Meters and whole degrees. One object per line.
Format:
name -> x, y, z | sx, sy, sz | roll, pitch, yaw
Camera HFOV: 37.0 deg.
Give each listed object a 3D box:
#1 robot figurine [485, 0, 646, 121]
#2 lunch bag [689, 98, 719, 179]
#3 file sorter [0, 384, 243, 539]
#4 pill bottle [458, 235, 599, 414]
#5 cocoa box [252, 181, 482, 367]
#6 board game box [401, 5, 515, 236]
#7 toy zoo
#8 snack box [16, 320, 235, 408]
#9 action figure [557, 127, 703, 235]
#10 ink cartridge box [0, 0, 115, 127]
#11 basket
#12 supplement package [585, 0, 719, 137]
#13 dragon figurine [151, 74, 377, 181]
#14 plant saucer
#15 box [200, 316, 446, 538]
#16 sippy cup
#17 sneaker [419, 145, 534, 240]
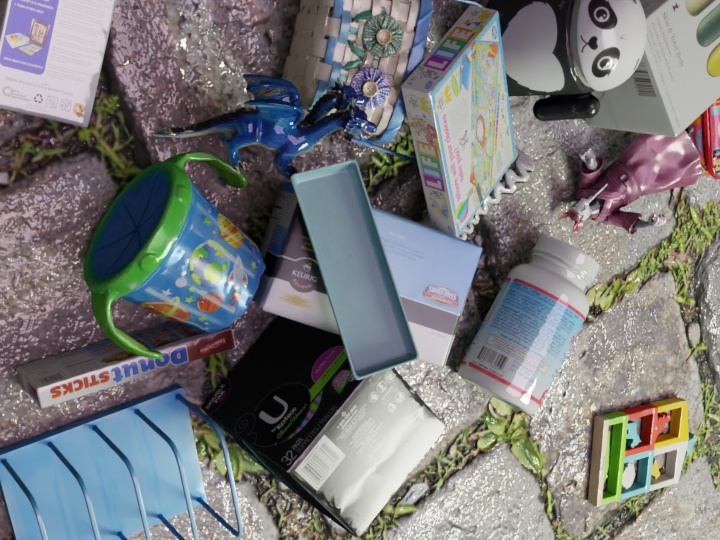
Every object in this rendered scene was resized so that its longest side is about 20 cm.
robot figurine -> 0.208, -0.252, 1.169 | 0.150, 0.199, 0.125 | 42, 59, -50
lunch bag -> 0.509, -0.226, 1.456 | 0.199, 0.082, 0.177 | -19, 108, -30
file sorter -> -0.233, 0.224, 1.055 | 0.199, 0.123, 0.140 | -19, 112, -28
pill bottle -> 0.210, 0.064, 1.313 | 0.109, 0.109, 0.201 | 32, 85, -35
cocoa box -> 0.000, 0.000, 1.110 | 0.199, 0.133, 0.132 | 18, 91, -15
board game box -> 0.106, -0.151, 1.113 | 0.135, 0.034, 0.201 | -52, 146, -29
toy zoo -> 0.410, 0.256, 1.549 | 0.199, 0.020, 0.132 | -8, 106, -32
snack box -> -0.227, 0.084, 1.052 | 0.199, 0.072, 0.024 | -16, 109, -29
action figure -> 0.331, -0.119, 1.369 | 0.199, 0.149, 0.134 | -32, 99, -1
ink cartridge box -> -0.271, -0.235, 0.962 | 0.094, 0.037, 0.201 | 10, 99, -34
basket -> 0.027, -0.204, 1.102 | 0.199, 0.139, 0.177 | 6, 102, -31
supplement package -> 0.364, -0.285, 1.297 | 0.200, 0.150, 0.152 | -40, 120, -19
dragon figurine -> -0.087, -0.144, 1.000 | 0.199, 0.059, 0.100 | 13, 125, -19
plant saucer -> -0.007, -0.002, 1.014 | 0.070, 0.019, 0.201 | -16, 86, -21
box -> -0.042, 0.151, 1.112 | 0.149, 0.200, 0.124 | -49, 121, -13
sippy cup -> -0.167, -0.012, 1.015 | 0.130, 0.140, 0.178 | 34, 106, -33
sneaker -> 0.108, -0.085, 1.238 | 0.200, 0.075, 0.081 | -45, 106, -16
